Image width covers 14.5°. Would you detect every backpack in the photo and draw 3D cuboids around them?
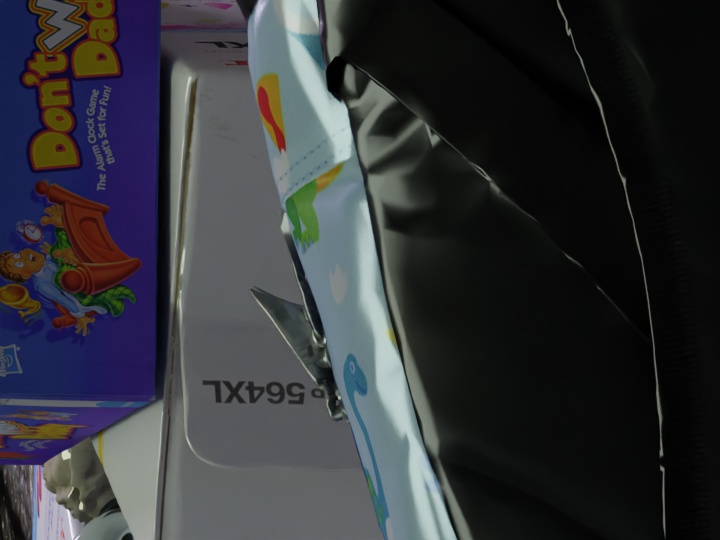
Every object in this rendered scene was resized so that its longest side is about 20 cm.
[{"bbox_3d":[0.073,0.021,0.403,0.154,0.162,0.201,92,163,-66],"label":"backpack"}]

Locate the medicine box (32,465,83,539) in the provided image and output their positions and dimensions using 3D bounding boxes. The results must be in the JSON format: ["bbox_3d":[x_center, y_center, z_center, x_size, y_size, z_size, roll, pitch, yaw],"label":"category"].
[{"bbox_3d":[-0.087,0.154,1.278,0.183,0.102,0.201,99,163,-48],"label":"medicine box"}]

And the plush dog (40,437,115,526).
[{"bbox_3d":[-0.120,-0.022,0.981,0.161,0.199,0.172,-64,24,15],"label":"plush dog"}]

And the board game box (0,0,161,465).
[{"bbox_3d":[-0.091,-0.023,0.749,0.200,0.045,0.135,148,123,-74],"label":"board game box"}]

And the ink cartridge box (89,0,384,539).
[{"bbox_3d":[0.000,0.000,0.738,0.200,0.128,0.126,-137,50,-72],"label":"ink cartridge box"}]

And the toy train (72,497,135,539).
[{"bbox_3d":[-0.013,0.125,0.775,0.200,0.087,0.114,31,-157,-53],"label":"toy train"}]
